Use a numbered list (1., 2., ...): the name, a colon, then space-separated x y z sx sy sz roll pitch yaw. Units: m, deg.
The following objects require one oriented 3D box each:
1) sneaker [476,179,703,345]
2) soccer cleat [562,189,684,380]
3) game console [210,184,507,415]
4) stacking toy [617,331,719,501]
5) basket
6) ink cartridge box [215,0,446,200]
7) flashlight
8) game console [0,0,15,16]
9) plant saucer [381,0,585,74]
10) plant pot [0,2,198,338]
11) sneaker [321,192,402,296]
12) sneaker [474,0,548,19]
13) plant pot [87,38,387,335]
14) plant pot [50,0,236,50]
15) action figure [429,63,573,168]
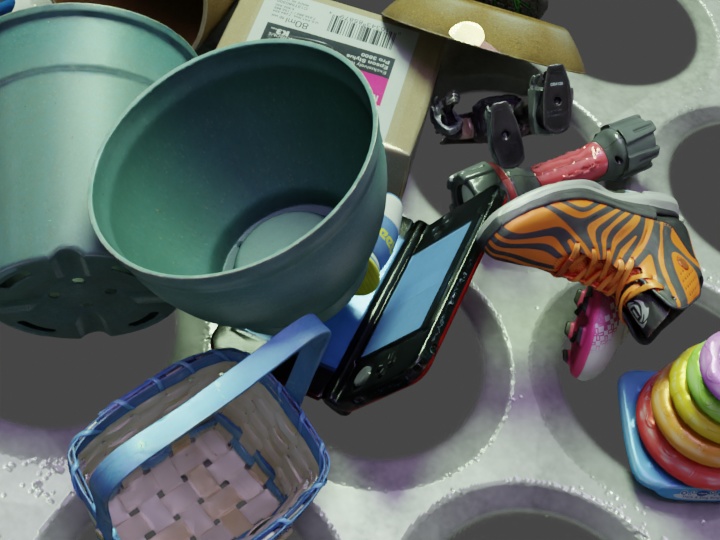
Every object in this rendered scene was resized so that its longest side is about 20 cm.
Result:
1. sneaker: 0.188 -0.003 0.860 0.199 0.078 0.113 -3 58 -27
2. soccer cleat: 0.230 0.013 0.955 0.086 0.070 0.201 20 55 3
3. game console: 0.000 0.000 0.903 0.118 0.172 0.201 38 55 -15
4. stacking toy: 0.278 0.083 0.835 0.115 0.201 0.110 3 55 -8
5. basket: -0.101 0.122 0.745 0.176 0.201 0.139 -33 67 -28
6. ink cartridge box: -0.035 -0.166 1.032 0.199 0.075 0.166 16 54 1
7. flashlight: 0.177 -0.089 1.014 0.199 0.068 0.068 -22 28 -17
8. game console: -0.417 -0.192 0.931 0.118 0.170 0.200 49 36 -5
9. plant saucer: 0.119 -0.228 1.051 0.199 0.036 0.200 16 15 -4
10. plant pot: -0.215 -0.064 0.874 0.199 0.200 0.197 -2 65 -10
11. sneaker: -0.052 -0.040 0.908 0.199 0.074 0.082 16 59 31
12. sneaker: 0.106 -0.316 1.156 0.199 0.078 0.085 31 56 13
13. plant pot: -0.067 -0.039 0.774 0.199 0.134 0.201 -10 52 12
14. plant pot: -0.170 -0.313 1.063 0.186 0.187 0.200 28 43 11
15. action figure: 0.132 -0.139 0.993 0.129 0.200 0.070 -19 100 -1
